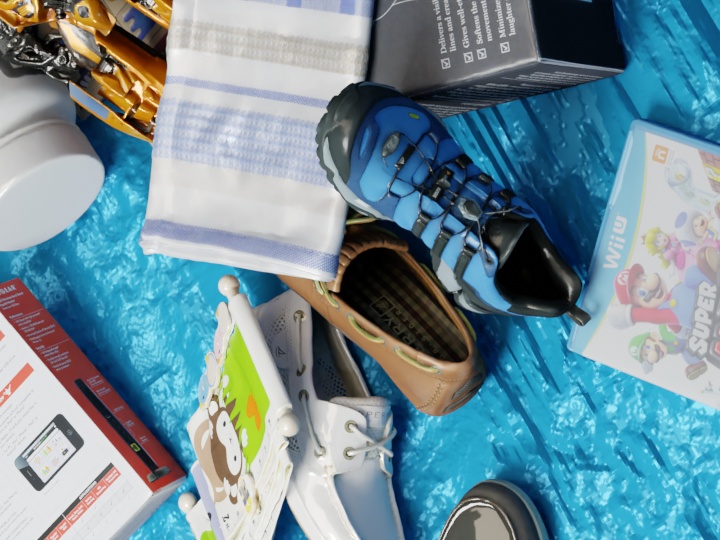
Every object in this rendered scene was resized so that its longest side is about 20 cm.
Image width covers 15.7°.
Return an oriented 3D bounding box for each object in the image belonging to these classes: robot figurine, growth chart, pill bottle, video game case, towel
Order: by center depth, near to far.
[{"bbox_3d":[0.221,0.010,1.474,0.200,0.018,0.144,22,102,33],"label":"video game case"},{"bbox_3d":[-0.062,-0.098,1.539,0.147,0.024,0.201,11,96,33],"label":"towel"},{"bbox_3d":[-0.078,0.115,1.625,0.145,0.018,0.200,-122,35,-44],"label":"growth chart"},{"bbox_3d":[-0.155,-0.163,1.663,0.200,0.058,0.145,34,113,-3],"label":"robot figurine"},{"bbox_3d":[-0.262,-0.117,1.750,0.113,0.113,0.200,-47,64,25],"label":"pill bottle"}]

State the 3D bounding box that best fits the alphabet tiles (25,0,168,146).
[{"bbox_3d":[-0.153,-0.181,1.741,0.167,0.008,0.200,-47,65,25],"label":"alphabet tiles"}]

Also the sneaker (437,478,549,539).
[{"bbox_3d":[0.053,0.224,1.533,0.075,0.106,0.201,12,96,34],"label":"sneaker"}]

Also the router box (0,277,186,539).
[{"bbox_3d":[-0.241,0.137,1.747,0.180,0.049,0.200,49,116,9],"label":"router box"}]

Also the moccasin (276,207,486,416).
[{"bbox_3d":[-0.001,0.001,1.581,0.201,0.074,0.078,52,160,24],"label":"moccasin"}]

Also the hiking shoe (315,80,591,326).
[{"bbox_3d":[0.057,-0.041,1.486,0.087,0.200,0.075,15,70,48],"label":"hiking shoe"}]

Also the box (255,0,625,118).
[{"bbox_3d":[0.038,-0.170,1.548,0.200,0.107,0.149,-12,84,33],"label":"box"}]

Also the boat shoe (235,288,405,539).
[{"bbox_3d":[-0.012,0.099,1.601,0.069,0.071,0.200,-35,69,29],"label":"boat shoe"}]
